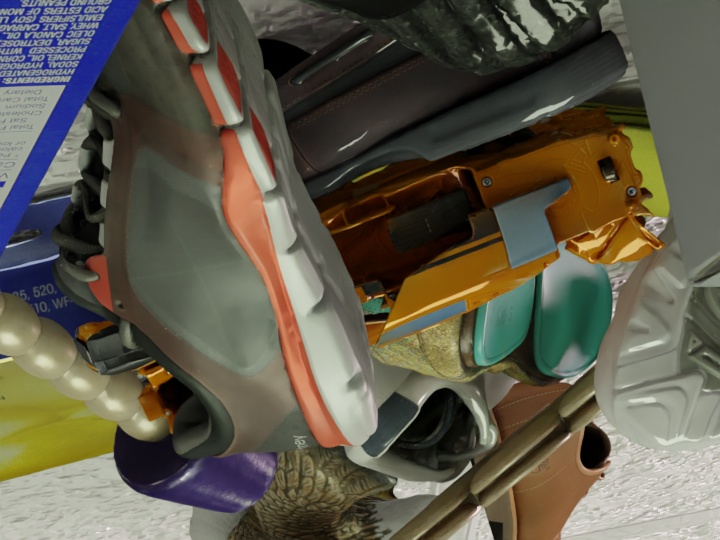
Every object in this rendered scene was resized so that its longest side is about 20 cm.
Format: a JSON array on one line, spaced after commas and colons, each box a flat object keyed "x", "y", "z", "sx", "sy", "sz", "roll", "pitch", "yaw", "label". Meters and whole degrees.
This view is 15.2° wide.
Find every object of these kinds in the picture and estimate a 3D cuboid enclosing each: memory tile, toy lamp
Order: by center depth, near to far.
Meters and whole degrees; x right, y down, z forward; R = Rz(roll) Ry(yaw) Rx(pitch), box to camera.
[{"x": -0.105, "y": 0.033, "z": 0.977, "sx": 0.058, "sy": 0.058, "sz": 0.200, "roll": -24, "pitch": 140, "yaw": 30, "label": "toy lamp"}, {"x": 0.088, "y": 0.058, "z": 1.129, "sx": 0.153, "sy": 0.017, "sz": 0.200, "roll": -41, "pitch": 175, "yaw": 22, "label": "memory tile"}]

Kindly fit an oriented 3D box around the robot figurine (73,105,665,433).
[{"x": 0.000, "y": 0.000, "z": 0.914, "sx": 0.199, "sy": 0.058, "sz": 0.145, "roll": -22, "pitch": -174, "yaw": 5, "label": "robot figurine"}]

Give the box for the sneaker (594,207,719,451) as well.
[{"x": 0.139, "y": -0.007, "z": 0.952, "sx": 0.200, "sy": 0.078, "sz": 0.099, "roll": -49, "pitch": -171, "yaw": -29, "label": "sneaker"}]

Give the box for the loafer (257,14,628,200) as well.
[{"x": -0.009, "y": -0.060, "z": 0.887, "sx": 0.199, "sy": 0.063, "sz": 0.072, "roll": -18, "pitch": -170, "yaw": 28, "label": "loafer"}]

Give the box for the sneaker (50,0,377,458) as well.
[{"x": -0.059, "y": -0.020, "z": 0.787, "sx": 0.082, "sy": 0.077, "sz": 0.201, "roll": -18, "pitch": 116, "yaw": 8, "label": "sneaker"}]

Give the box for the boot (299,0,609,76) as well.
[{"x": 0.031, "y": -0.138, "z": 0.605, "sx": 0.157, "sy": 0.080, "sz": 0.211, "roll": 11, "pitch": 136, "yaw": -43, "label": "boot"}]

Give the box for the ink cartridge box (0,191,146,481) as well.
[{"x": -0.130, "y": 0.032, "z": 1.061, "sx": 0.197, "sy": 0.047, "sz": 0.200, "roll": -13, "pitch": 162, "yaw": 3, "label": "ink cartridge box"}]

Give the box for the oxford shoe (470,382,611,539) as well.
[{"x": 0.094, "y": 0.108, "z": 1.360, "sx": 0.071, "sy": 0.072, "sz": 0.200, "roll": -17, "pitch": 159, "yaw": -1, "label": "oxford shoe"}]

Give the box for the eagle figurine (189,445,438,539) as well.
[{"x": -0.019, "y": 0.128, "z": 1.243, "sx": 0.151, "sy": 0.152, "sz": 0.200, "roll": -52, "pitch": 169, "yaw": 13, "label": "eagle figurine"}]

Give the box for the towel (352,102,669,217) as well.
[{"x": 0.067, "y": -0.044, "z": 1.016, "sx": 0.199, "sy": 0.018, "sz": 0.086, "roll": 1, "pitch": 159, "yaw": -34, "label": "towel"}]

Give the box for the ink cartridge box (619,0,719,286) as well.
[{"x": 0.193, "y": -0.087, "z": 0.782, "sx": 0.199, "sy": 0.146, "sz": 0.145, "roll": 0, "pitch": 157, "yaw": -28, "label": "ink cartridge box"}]

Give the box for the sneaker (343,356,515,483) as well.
[{"x": 0.025, "y": 0.057, "z": 1.128, "sx": 0.073, "sy": 0.071, "sz": 0.200, "roll": -47, "pitch": 161, "yaw": 16, "label": "sneaker"}]

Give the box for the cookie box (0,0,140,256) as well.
[{"x": -0.103, "y": -0.098, "z": 0.547, "sx": 0.075, "sy": 0.172, "sz": 0.200, "roll": 0, "pitch": 158, "yaw": -21, "label": "cookie box"}]

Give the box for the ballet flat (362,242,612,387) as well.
[{"x": 0.046, "y": 0.011, "z": 1.068, "sx": 0.070, "sy": 0.071, "sz": 0.200, "roll": -19, "pitch": 173, "yaw": 19, "label": "ballet flat"}]
